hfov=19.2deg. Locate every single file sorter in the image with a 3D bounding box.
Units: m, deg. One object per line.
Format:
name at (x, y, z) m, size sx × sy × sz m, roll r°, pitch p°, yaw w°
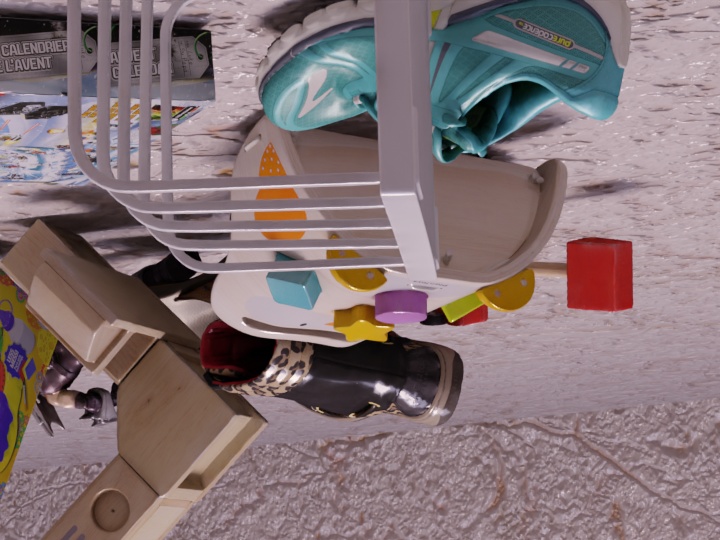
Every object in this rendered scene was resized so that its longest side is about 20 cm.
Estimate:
file sorter at (-0.035, -0.078, 0.843) m, size 0.124 × 0.140 × 0.200 m, roll -2°, pitch 171°, yaw 4°

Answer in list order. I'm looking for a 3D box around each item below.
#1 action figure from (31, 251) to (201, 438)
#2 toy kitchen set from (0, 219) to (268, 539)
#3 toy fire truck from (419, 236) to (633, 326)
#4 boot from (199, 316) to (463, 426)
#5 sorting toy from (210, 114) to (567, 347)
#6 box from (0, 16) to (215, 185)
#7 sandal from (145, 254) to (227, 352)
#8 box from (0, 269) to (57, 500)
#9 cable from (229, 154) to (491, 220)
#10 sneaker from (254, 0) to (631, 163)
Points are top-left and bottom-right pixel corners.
action figure at (-0.200, 0.052, 1.642) m, size 0.199 × 0.131 × 0.069 m, roll -23°, pitch -170°, yaw 22°
toy kitchen set at (-0.207, 0.091, 1.442) m, size 0.181 × 0.200 × 0.163 m, roll -48°, pitch 163°, yaw 4°
toy fire truck at (0.076, 0.003, 1.497) m, size 0.199 × 0.049 × 0.141 m, roll 6°, pitch -169°, yaw 42°
boot at (-0.041, 0.062, 1.456) m, size 0.150 × 0.074 × 0.200 m, roll 14°, pitch 177°, yaw -33°
sorting toy at (0.000, 0.000, 1.284) m, size 0.199 × 0.107 × 0.180 m, roll 8°, pitch 154°, yaw -28°
box at (-0.172, -0.081, 1.070) m, size 0.136 × 0.040 × 0.200 m, roll 0°, pitch 171°, yaw -27°
sandal at (-0.102, 0.029, 1.555) m, size 0.199 × 0.082 × 0.055 m, roll -15°, pitch -153°, yaw 2°
box at (-0.350, 0.101, 1.542) m, size 0.192 × 0.201 × 0.122 m, roll -9°, pitch 140°, yaw 33°
cable at (0.022, -0.037, 1.397) m, size 0.163 × 0.051 × 0.200 m, roll 4°, pitch 168°, yaw -41°
sneaker at (0.032, -0.089, 0.981) m, size 0.199 × 0.080 × 0.077 m, roll -9°, pitch 169°, yaw 37°
